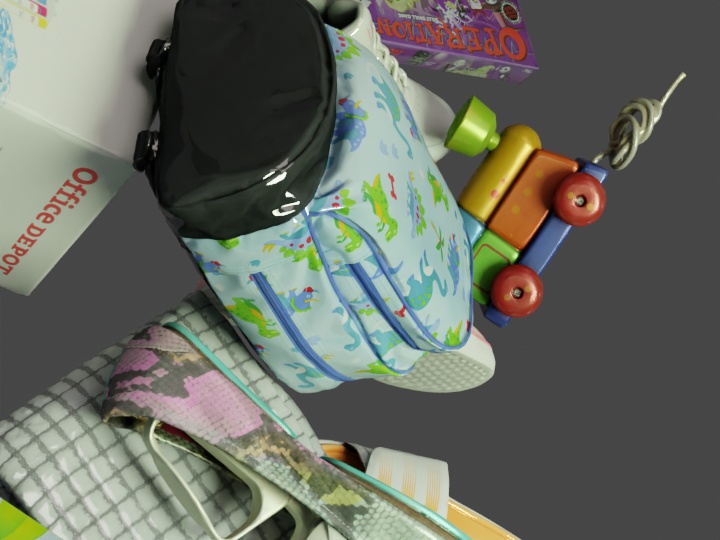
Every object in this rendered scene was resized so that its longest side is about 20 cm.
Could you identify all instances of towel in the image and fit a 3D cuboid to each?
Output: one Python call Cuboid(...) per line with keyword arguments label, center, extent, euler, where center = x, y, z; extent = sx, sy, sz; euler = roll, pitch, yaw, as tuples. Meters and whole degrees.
Cuboid(label="towel", center=(-0.088, 0.135, 0.756), extent=(0.165, 0.085, 0.201), euler=(-34, 87, -41))

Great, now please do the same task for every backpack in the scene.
Cuboid(label="backpack", center=(-0.020, -0.025, 0.764), extent=(0.151, 0.201, 0.164), euler=(-5, 45, 4))

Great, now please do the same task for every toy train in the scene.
Cuboid(label="toy train", center=(0.107, -0.075, 0.980), extent=(0.115, 0.201, 0.085), euler=(33, 8, -5))

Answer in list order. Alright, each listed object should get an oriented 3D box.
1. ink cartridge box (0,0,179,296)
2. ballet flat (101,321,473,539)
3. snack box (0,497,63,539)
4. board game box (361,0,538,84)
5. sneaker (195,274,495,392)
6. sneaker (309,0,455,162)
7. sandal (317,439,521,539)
Cuboid(label="ink cartridge box", center=(-0.213, -0.112, 0.764), extent=(0.198, 0.147, 0.146), euler=(27, 50, -24))
Cuboid(label="ballet flat", center=(-0.039, 0.106, 0.714), extent=(0.199, 0.069, 0.072), euler=(37, 67, -7))
Cuboid(label="snack box", center=(-0.158, 0.201, 0.579), extent=(0.168, 0.068, 0.201), euler=(36, 50, -9))
Cuboid(label="board game box", center=(0.037, -0.205, 1.105), extent=(0.198, 0.032, 0.122), euler=(3, 67, -38))
Cuboid(label="sneaker", center=(0.000, 0.000, 0.916), extent=(0.198, 0.075, 0.106), euler=(21, 58, -23))
Cuboid(label="sneaker", center=(-0.009, -0.126, 0.968), extent=(0.198, 0.099, 0.079), euler=(20, 53, -28))
Cuboid(label="sandal", center=(0.042, 0.146, 0.873), extent=(0.205, 0.059, 0.080), euler=(25, 52, -24))
